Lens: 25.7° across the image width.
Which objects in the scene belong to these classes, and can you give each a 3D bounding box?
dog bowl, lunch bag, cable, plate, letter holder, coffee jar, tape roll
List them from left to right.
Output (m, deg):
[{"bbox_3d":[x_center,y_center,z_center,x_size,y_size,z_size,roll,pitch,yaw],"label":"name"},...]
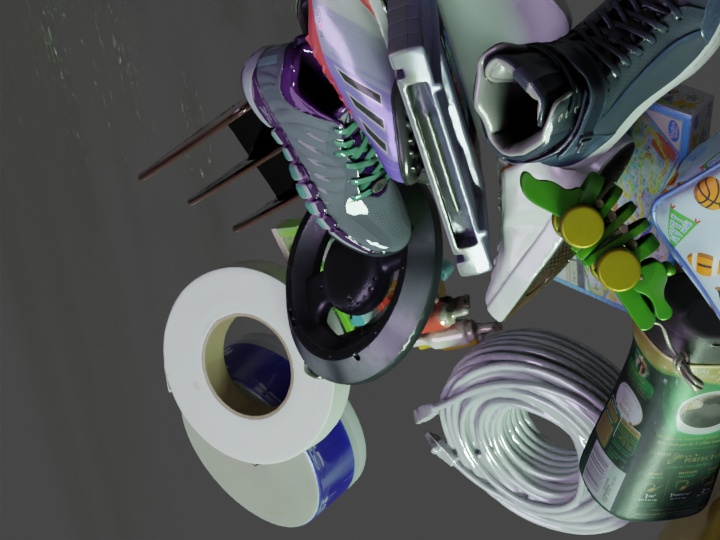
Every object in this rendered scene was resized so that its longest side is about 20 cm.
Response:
[{"bbox_3d":[-0.104,0.090,1.549,0.202,0.037,0.204,8,106,28],"label":"tape roll"},{"bbox_3d":[-0.086,-0.100,1.377,0.200,0.142,0.101,-24,102,53],"label":"letter holder"},{"bbox_3d":[-0.094,0.170,1.673,0.200,0.079,0.201,28,138,28],"label":"dog bowl"},{"bbox_3d":[0.023,0.063,1.406,0.199,0.097,0.051,-23,61,25],"label":"cable"},{"bbox_3d":[0.071,-0.214,1.172,0.200,0.032,0.200,50,158,8],"label":"plate"},{"bbox_3d":[0.164,0.142,1.375,0.200,0.069,0.200,43,141,1],"label":"cable"},{"bbox_3d":[0.242,0.094,1.204,0.085,0.104,0.201,-117,33,-48],"label":"coffee jar"},{"bbox_3d":[0.304,-0.033,1.064,0.160,0.076,0.200,51,135,-7],"label":"lunch bag"}]

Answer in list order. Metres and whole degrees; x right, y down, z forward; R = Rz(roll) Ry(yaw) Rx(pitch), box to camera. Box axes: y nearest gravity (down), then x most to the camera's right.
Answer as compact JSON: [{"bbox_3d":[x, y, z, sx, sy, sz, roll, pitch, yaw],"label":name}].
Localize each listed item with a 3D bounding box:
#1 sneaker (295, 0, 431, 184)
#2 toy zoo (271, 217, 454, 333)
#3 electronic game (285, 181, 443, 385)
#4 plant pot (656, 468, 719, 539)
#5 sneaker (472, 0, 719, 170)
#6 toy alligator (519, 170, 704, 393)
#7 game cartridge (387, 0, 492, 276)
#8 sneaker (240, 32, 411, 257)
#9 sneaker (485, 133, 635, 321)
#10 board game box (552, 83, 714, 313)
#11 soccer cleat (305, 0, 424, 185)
[{"bbox_3d":[0.010,-0.149,1.271,0.077,0.084,0.200,-39,92,11],"label":"sneaker"},{"bbox_3d":[0.011,0.006,1.468,0.199,0.020,0.132,-3,119,48],"label":"toy zoo"},{"bbox_3d":[0.000,0.000,1.374,0.200,0.041,0.201,-17,67,47],"label":"electronic game"},{"bbox_3d":[0.317,0.277,1.248,0.200,0.176,0.200,43,143,11],"label":"plant pot"},{"bbox_3d":[0.159,-0.147,1.027,0.077,0.146,0.203,47,114,23],"label":"sneaker"},{"bbox_3d":[0.192,-0.005,1.104,0.200,0.054,0.059,49,-174,-4],"label":"toy alligator"},{"bbox_3d":[0.061,-0.112,1.167,0.038,0.130,0.201,-11,127,14],"label":"game cartridge"},{"bbox_3d":[-0.015,-0.094,1.247,0.200,0.074,0.087,52,153,-15],"label":"sneaker"},{"bbox_3d":[0.132,-0.050,1.199,0.085,0.073,0.200,41,131,17],"label":"sneaker"},{"bbox_3d":[0.193,-0.063,1.204,0.134,0.034,0.201,26,137,30],"label":"board game box"},{"bbox_3d":[-0.001,-0.159,1.188,0.073,0.068,0.201,-12,100,14],"label":"soccer cleat"}]
